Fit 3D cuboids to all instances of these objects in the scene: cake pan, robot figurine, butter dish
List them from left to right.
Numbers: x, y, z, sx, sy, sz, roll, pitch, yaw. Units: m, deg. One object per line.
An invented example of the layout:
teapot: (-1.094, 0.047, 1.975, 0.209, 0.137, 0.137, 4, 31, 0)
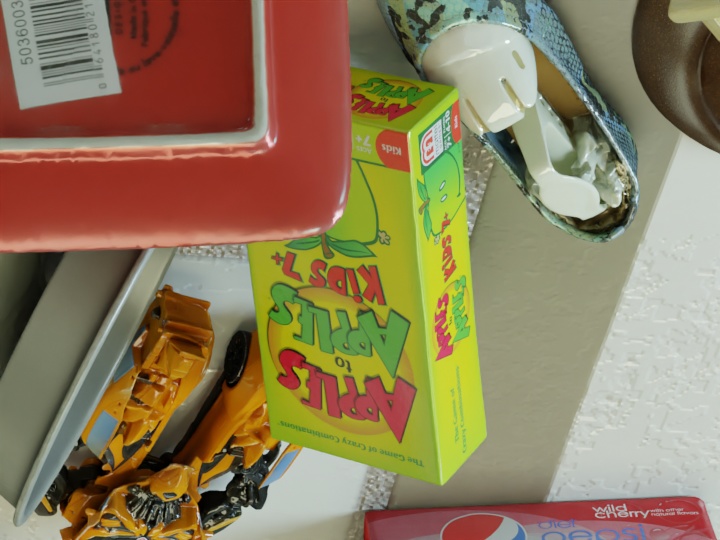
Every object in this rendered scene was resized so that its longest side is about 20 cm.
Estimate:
cake pan: (-0.132, 0.026, 1.437, 0.037, 0.200, 0.200, 27, 133, 0)
butter dish: (-0.108, -0.091, 1.337, 0.199, 0.200, 0.148, -2, 164, -5)
robot figurine: (-0.099, 0.091, 1.606, 0.145, 0.058, 0.200, 12, 135, -22)

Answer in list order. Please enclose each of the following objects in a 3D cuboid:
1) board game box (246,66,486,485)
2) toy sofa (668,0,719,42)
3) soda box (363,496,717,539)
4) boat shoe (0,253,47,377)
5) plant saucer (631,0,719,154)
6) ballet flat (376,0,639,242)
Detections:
board game box: (0.000, 0.000, 1.450, 0.101, 0.048, 0.200, 13, 127, 28)
toy sofa: (0.229, -0.106, 1.376, 0.083, 0.098, 0.200, -6, 145, 38)
soda box: (0.103, 0.176, 1.709, 0.199, 0.070, 0.064, -3, 120, -4)
boat shoe: (-0.195, 0.023, 1.489, 0.062, 0.073, 0.200, 29, 147, 14)
plant saucer: (0.231, -0.112, 1.441, 0.200, 0.032, 0.200, -4, 138, -4)
ballet flat: (0.077, -0.080, 1.429, 0.074, 0.074, 0.200, -28, 134, 23)
